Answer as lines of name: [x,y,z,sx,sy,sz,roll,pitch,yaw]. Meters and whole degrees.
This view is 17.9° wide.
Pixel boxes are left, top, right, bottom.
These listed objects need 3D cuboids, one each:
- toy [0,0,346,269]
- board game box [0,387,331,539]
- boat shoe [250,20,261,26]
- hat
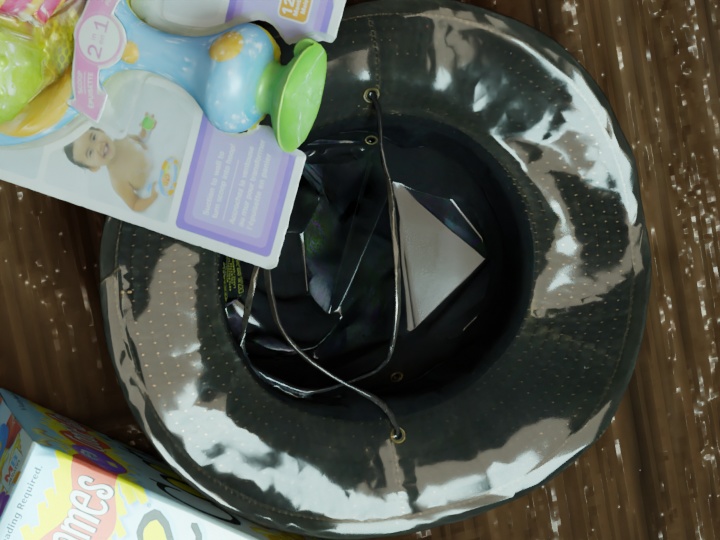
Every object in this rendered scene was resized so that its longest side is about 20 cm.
toy: [-0.107,-0.083,0.733,0.198,0.047,0.116,17,100,12]
board game box: [-0.054,0.135,0.802,0.199,0.103,0.106,26,90,-18]
boat shoe: [-0.081,-0.142,0.776,0.084,0.069,0.201,-23,105,-12]
hat: [0.000,0.000,0.811,0.199,0.081,0.203,0,90,-16]
